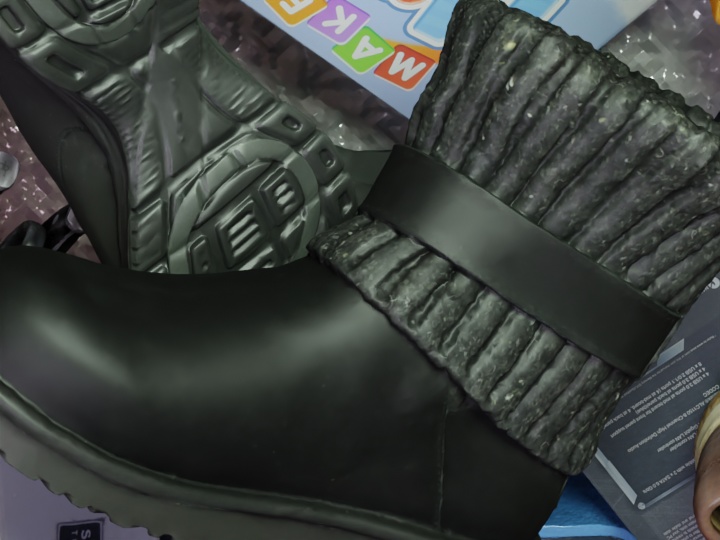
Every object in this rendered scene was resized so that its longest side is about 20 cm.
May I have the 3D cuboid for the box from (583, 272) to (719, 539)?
[{"bbox_3d":[0.168,0.029,0.915,0.200,0.051,0.158,-36,98,24],"label":"box"}]

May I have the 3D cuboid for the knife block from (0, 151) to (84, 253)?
[{"bbox_3d":[-0.176,0.023,0.958,0.199,0.064,0.176,1,138,15],"label":"knife block"}]

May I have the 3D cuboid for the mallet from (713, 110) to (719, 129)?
[{"bbox_3d":[0.158,-0.034,0.776,0.041,0.200,0.066,-46,102,-15],"label":"mallet"}]

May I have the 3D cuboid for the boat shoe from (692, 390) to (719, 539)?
[{"bbox_3d":[0.190,0.091,0.866,0.199,0.072,0.072,23,116,2],"label":"boat shoe"}]

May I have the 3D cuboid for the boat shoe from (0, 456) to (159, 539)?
[{"bbox_3d":[-0.094,0.102,0.884,0.073,0.065,0.201,5,103,-24],"label":"boat shoe"}]

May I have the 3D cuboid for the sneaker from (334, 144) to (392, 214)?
[{"bbox_3d":[0.000,0.000,0.909,0.199,0.075,0.080,-2,76,30],"label":"sneaker"}]

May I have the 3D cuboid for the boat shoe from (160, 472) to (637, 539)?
[{"bbox_3d":[-0.009,0.096,0.973,0.199,0.084,0.069,9,117,14],"label":"boat shoe"}]

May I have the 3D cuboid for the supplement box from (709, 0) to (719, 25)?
[{"bbox_3d":[0.194,-0.134,0.788,0.199,0.074,0.126,1,131,-1],"label":"supplement box"}]

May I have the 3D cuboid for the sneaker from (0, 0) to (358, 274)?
[{"bbox_3d":[-0.065,-0.047,0.859,0.076,0.091,0.201,-32,115,-16],"label":"sneaker"}]

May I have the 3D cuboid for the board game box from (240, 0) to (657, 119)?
[{"bbox_3d":[0.047,-0.135,0.852,0.151,0.037,0.200,33,123,-31],"label":"board game box"}]

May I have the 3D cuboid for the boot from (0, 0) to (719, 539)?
[{"bbox_3d":[-0.003,-0.006,0.796,0.210,0.079,0.158,19,110,-31],"label":"boot"}]
